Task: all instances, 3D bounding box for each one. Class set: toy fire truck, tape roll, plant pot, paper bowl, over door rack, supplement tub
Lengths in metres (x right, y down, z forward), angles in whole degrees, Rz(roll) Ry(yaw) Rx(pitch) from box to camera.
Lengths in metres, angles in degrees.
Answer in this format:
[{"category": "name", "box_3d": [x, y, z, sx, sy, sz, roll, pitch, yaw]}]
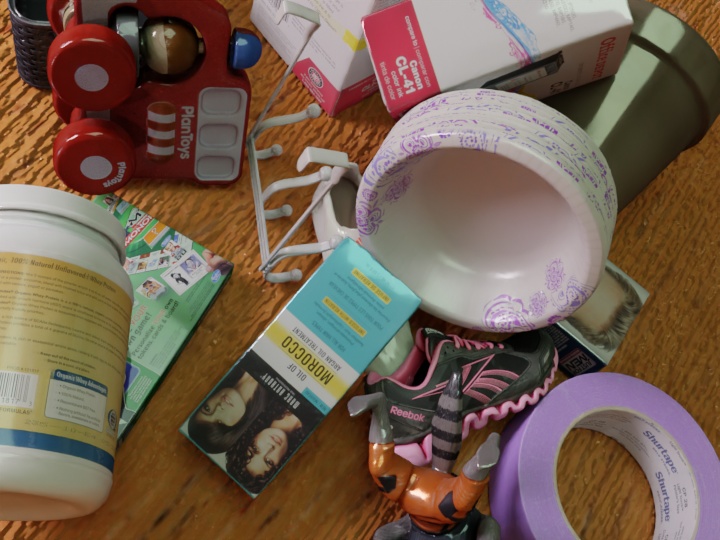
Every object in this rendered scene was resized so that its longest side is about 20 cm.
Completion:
[{"category": "toy fire truck", "box_3d": [-0.170, -0.156, 0.694, 0.167, 0.201, 0.113, -2, 46, -19]}, {"category": "tape roll", "box_3d": [0.214, 0.194, 0.720, 0.199, 0.066, 0.201, 7, 63, -14]}, {"category": "plant pot", "box_3d": [0.231, -0.140, 0.826, 0.199, 0.200, 0.174, 34, 76, 1]}, {"category": "paper bowl", "box_3d": [0.104, -0.053, 0.673, 0.200, 0.201, 0.105, 30, 47, -1]}, {"category": "over door rack", "box_3d": [-0.048, -0.096, 0.696, 0.066, 0.200, 0.149, -3, 64, -19]}, {"category": "supplement tub", "box_3d": [-0.233, 0.059, 0.569, 0.144, 0.145, 0.201, 7, 64, -14]}]

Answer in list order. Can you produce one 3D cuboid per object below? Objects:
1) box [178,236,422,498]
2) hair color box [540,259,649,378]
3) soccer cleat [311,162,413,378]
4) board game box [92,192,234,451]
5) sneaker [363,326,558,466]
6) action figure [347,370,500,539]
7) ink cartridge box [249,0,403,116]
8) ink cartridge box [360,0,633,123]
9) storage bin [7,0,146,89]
[{"category": "box", "box_3d": [-0.046, 0.075, 0.663, 0.082, 0.049, 0.200, 40, 84, 4]}, {"category": "hair color box", "box_3d": [0.166, 0.002, 0.798, 0.200, 0.061, 0.100, 39, 61, 3]}, {"category": "soccer cleat", "box_3d": [0.000, 0.000, 0.738, 0.069, 0.078, 0.201, -10, 69, -20]}, {"category": "board game box", "box_3d": [-0.211, 0.042, 0.682, 0.134, 0.029, 0.201, 30, 61, 0]}, {"category": "sneaker", "box_3d": [0.086, 0.085, 0.709, 0.199, 0.079, 0.096, -26, 103, -27]}, {"category": "action figure", "box_3d": [0.085, 0.182, 0.623, 0.199, 0.194, 0.105, 6, 39, 22]}, {"category": "ink cartridge box", "box_3d": [-0.019, -0.270, 0.790, 0.083, 0.200, 0.145, -32, 78, -27]}, {"category": "ink cartridge box", "box_3d": [0.114, -0.188, 0.699, 0.199, 0.148, 0.086, -16, 85, 11]}, {"category": "storage bin", "box_3d": [-0.254, -0.278, 0.784, 0.134, 0.094, 0.201, -2, 67, -18]}]
